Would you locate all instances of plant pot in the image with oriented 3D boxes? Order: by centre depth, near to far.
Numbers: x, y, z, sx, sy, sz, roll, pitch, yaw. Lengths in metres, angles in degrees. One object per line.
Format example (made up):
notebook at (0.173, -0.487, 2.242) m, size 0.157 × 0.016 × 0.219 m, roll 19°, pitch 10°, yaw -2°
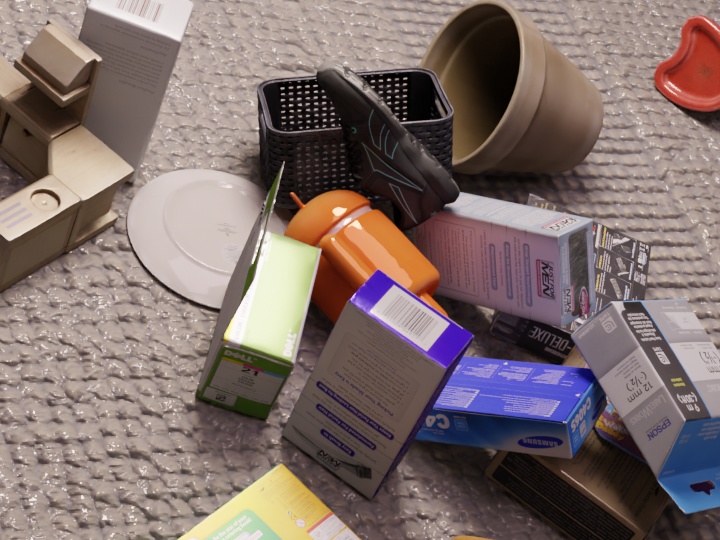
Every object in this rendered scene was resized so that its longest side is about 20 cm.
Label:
plant pot at (0.184, -0.195, 1.908) m, size 0.173 × 0.200 × 0.200 m, roll 16°, pitch 41°, yaw -35°

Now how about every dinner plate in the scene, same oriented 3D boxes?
dinner plate at (-0.144, -0.039, 1.696) m, size 0.199 × 0.024 × 0.201 m, roll 14°, pitch 45°, yaw -14°

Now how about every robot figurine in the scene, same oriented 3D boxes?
robot figurine at (0.000, 0.001, 1.655) m, size 0.200 × 0.117 × 0.144 m, roll 47°, pitch 41°, yaw 11°

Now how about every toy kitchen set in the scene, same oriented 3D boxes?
toy kitchen set at (-0.344, -0.128, 1.577) m, size 0.200 × 0.163 × 0.180 m, roll 39°, pitch 44°, yaw 13°

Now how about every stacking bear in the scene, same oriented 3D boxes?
stacking bear at (0.506, -0.284, 2.201) m, size 0.114 × 0.122 × 0.200 m, roll 44°, pitch 38°, yaw 20°

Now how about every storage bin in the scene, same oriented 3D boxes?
storage bin at (-0.007, -0.144, 1.756) m, size 0.199 × 0.094 × 0.135 m, roll -5°, pitch 32°, yaw -8°

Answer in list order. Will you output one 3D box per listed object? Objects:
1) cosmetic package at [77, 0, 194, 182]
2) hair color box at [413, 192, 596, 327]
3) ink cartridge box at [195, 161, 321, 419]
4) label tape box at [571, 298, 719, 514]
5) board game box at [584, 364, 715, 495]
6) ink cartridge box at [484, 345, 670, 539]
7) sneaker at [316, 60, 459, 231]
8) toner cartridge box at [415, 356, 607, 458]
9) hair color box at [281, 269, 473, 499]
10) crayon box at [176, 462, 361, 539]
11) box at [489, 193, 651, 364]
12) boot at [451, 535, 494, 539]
cosmetic package at (-0.246, -0.195, 1.662) m, size 0.101 × 0.200 × 0.074 m, roll 20°, pitch 43°, yaw -8°
hair color box at (0.147, -0.015, 1.691) m, size 0.061 × 0.099 × 0.200 m, roll -23°, pitch 27°, yaw -40°
ink cartridge box at (-0.082, 0.022, 1.526) m, size 0.075 × 0.200 × 0.148 m, roll 19°, pitch 50°, yaw -8°
label tape box at (0.305, 0.124, 1.543) m, size 0.143 × 0.066 × 0.200 m, roll 1°, pitch 52°, yaw -50°
board game box at (0.319, 0.136, 1.634) m, size 0.200 × 0.039 × 0.158 m, roll 31°, pitch 42°, yaw 2°
ink cartridge box at (0.243, 0.177, 1.641) m, size 0.165 × 0.075 × 0.200 m, roll 37°, pitch 43°, yaw 8°
sneaker at (0.015, -0.124, 1.645) m, size 0.200 × 0.079 × 0.075 m, roll 48°, pitch 6°, yaw -18°
toner cartridge box at (0.127, 0.128, 1.572) m, size 0.199 × 0.043 × 0.095 m, roll 4°, pitch 32°, yaw 31°
hair color box at (0.013, 0.107, 1.500) m, size 0.109 × 0.200 × 0.065 m, roll 35°, pitch 41°, yaw 9°
crayon box at (-0.098, 0.265, 1.397) m, size 0.119 × 0.058 × 0.200 m, roll 42°, pitch 45°, yaw 16°
box at (0.236, 0.020, 1.808) m, size 0.157 × 0.050 × 0.200 m, roll 22°, pitch 43°, yaw -5°
boot at (0.077, 0.294, 1.459) m, size 0.200 × 0.071 × 0.144 m, roll 20°, pitch 37°, yaw -13°
